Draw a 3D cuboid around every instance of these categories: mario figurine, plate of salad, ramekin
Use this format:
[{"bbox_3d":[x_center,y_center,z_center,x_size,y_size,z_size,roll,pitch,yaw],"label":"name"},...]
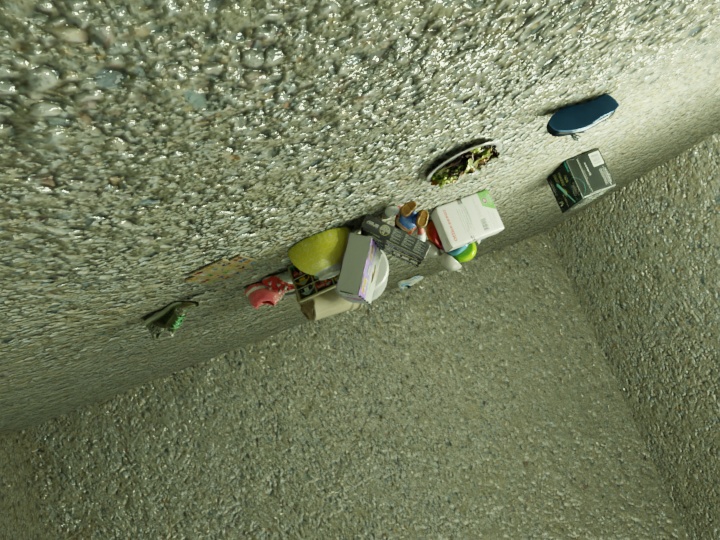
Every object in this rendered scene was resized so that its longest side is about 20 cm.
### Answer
[{"bbox_3d":[0.131,-0.129,1.444,0.105,0.124,0.200,-18,176,-5],"label":"mario figurine"},{"bbox_3d":[0.257,-0.254,1.248,0.199,0.048,0.200,-21,171,-4],"label":"plate of salad"},{"bbox_3d":[0.000,0.000,1.682,0.199,0.201,0.098,-20,164,-14],"label":"ramekin"}]

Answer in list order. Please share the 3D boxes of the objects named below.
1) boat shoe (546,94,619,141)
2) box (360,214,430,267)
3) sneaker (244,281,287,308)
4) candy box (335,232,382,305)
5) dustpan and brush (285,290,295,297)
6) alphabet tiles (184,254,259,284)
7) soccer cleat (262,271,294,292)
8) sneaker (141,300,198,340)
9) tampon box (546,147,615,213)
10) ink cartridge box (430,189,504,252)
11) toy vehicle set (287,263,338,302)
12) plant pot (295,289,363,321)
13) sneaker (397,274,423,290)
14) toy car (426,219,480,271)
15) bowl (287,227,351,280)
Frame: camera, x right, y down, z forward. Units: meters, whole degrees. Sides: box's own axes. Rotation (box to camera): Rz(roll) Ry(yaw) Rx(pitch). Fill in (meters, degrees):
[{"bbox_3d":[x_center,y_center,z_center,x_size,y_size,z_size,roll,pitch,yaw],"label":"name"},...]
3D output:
[{"bbox_3d":[0.524,-0.349,1.204,0.199,0.085,0.069,-17,159,-14],"label":"boat shoe"},{"bbox_3d":[0.096,-0.081,1.472,0.049,0.199,0.161,-63,176,-7],"label":"box"},{"bbox_3d":[-0.290,0.079,1.735,0.199,0.087,0.074,-15,159,-26],"label":"sneaker"},{"bbox_3d":[0.000,0.001,1.481,0.071,0.169,0.200,11,171,13],"label":"candy box"},{"bbox_3d":[-0.301,0.091,1.912,0.199,0.058,0.139,-24,171,14],"label":"dustpan and brush"},{"bbox_3d":[-0.369,0.000,1.372,0.166,0.006,0.200,-23,171,8],"label":"alphabet tiles"},{"bbox_3d":[-0.225,0.024,1.692,0.198,0.086,0.069,1,153,-3],"label":"soccer cleat"},{"bbox_3d":[-0.565,0.153,1.543,0.199,0.089,0.077,-25,171,17],"label":"sneaker"},{"bbox_3d":[0.786,-0.317,1.825,0.126,0.151,0.200,-21,172,-2],"label":"tampon box"},{"bbox_3d":[0.354,-0.165,1.701,0.199,0.147,0.084,-19,173,-11],"label":"ink cartridge box"},{"bbox_3d":[-0.126,0.005,1.614,0.199,0.125,0.026,-25,171,16],"label":"toy vehicle set"},{"bbox_3d":[-0.120,0.083,1.793,0.183,0.201,0.200,-23,173,-30],"label":"plant pot"},{"bbox_3d":[0.339,0.081,3.401,0.199,0.073,0.072,-19,170,-25],"label":"sneaker"},{"bbox_3d":[0.318,-0.113,1.808,0.175,0.200,0.150,-50,152,-3],"label":"toy car"},{"bbox_3d":[-0.102,-0.036,1.484,0.199,0.108,0.200,-22,172,-3],"label":"bowl"}]
